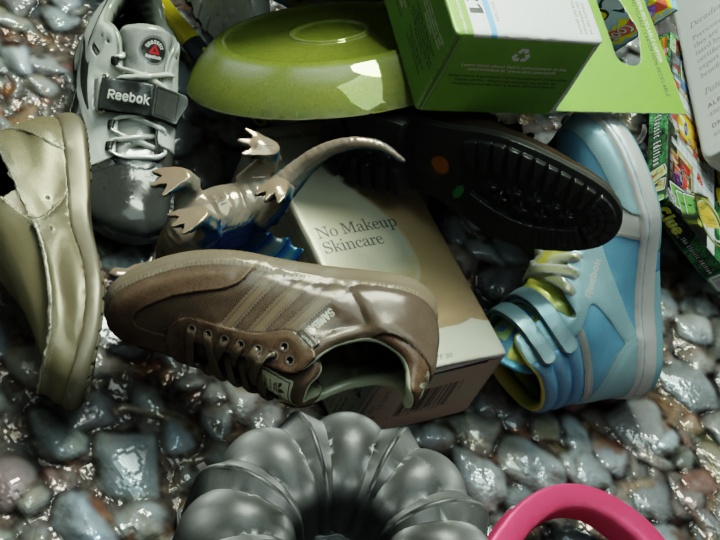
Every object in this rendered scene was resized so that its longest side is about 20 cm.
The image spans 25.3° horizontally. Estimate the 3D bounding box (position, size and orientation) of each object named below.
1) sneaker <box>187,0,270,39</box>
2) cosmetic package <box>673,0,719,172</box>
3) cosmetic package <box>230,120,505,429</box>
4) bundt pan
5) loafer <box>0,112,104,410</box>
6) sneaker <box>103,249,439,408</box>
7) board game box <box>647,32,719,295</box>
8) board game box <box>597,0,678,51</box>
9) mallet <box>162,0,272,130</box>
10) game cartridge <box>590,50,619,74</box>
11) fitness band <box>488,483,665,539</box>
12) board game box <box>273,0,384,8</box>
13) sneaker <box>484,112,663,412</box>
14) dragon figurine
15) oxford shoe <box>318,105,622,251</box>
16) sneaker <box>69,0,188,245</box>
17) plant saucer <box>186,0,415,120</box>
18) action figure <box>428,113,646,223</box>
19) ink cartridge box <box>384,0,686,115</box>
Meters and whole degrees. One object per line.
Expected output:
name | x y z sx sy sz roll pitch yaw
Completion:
sneaker | -0.094 -0.250 1.204 0.080 0.076 0.202 5 54 -36
cosmetic package | 0.364 -0.164 1.262 0.164 0.164 0.202 31 40 -34
cosmetic package | 0.000 0.000 1.047 0.104 0.071 0.201 -11 60 -32
bundt pan | -0.012 0.159 0.885 0.199 0.076 0.204 6 47 -7
loafer | -0.192 -0.006 0.960 0.067 0.076 0.202 0 53 -16
sneaker | -0.053 0.038 0.925 0.197 0.071 0.076 0 49 0
board game box | 0.257 -0.086 1.240 0.105 0.023 0.201 47 36 -30
board game box | 0.136 -0.240 1.232 0.199 0.103 0.106 10 58 -45
mallet | -0.132 -0.166 1.141 0.065 0.041 0.201 -19 68 -37
game cartridge | 0.081 -0.145 1.143 0.197 0.042 0.133 -4 22 7
fitness band | 0.123 0.218 0.963 0.143 0.038 0.200 39 48 3
board game box | -0.020 -0.236 1.098 0.199 0.150 0.048 19 60 -44
sneaker | 0.129 0.001 1.054 0.129 0.079 0.203 -15 102 -28
dragon figurine | -0.072 -0.029 0.989 0.198 0.100 0.059 -25 61 -14
oxford shoe | 0.080 -0.076 1.027 0.198 0.073 0.085 24 38 14
sneaker | -0.153 -0.113 1.053 0.073 0.089 0.202 6 53 -23
plant saucer | -0.020 -0.146 1.070 0.197 0.031 0.200 -4 24 2
action figure | 0.141 -0.074 1.150 0.198 0.120 0.102 -7 19 -24
ink cartridge box | 0.119 -0.180 1.026 0.197 0.076 0.149 -1 59 -22
